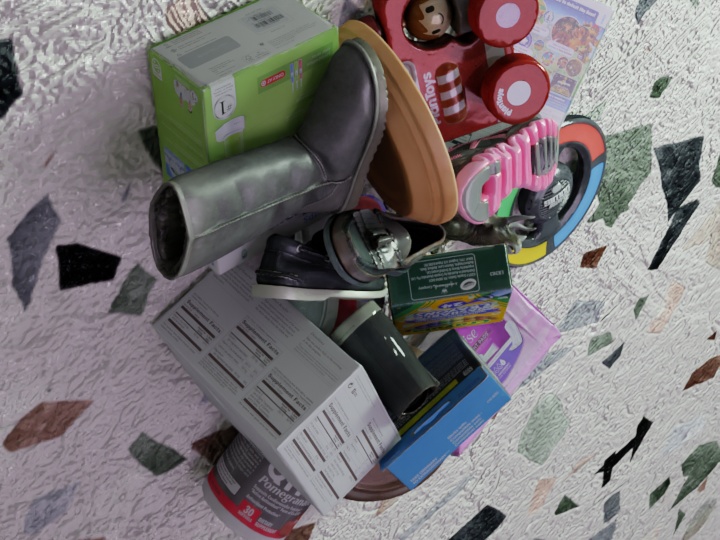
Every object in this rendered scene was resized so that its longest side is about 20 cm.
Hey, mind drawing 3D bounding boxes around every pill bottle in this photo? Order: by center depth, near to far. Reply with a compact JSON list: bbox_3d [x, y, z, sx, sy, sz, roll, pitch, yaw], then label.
[{"bbox_3d":[-0.072,0.186,1.454,0.201,0.111,0.110,-53,145,12],"label":"pill bottle"}]

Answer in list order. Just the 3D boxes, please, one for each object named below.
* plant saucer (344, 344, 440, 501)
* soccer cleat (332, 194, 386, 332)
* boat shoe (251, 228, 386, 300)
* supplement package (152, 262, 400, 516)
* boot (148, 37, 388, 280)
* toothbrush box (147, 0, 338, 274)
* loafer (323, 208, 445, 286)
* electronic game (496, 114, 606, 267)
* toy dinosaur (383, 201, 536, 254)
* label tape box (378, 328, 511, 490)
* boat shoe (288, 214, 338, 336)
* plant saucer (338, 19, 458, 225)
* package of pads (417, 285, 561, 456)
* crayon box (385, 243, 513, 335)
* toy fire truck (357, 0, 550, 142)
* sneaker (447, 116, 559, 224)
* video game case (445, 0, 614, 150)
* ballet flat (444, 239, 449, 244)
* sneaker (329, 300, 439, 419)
[{"bbox_3d":[0.020,0.179,1.538,0.197,0.037,0.203,-3,110,-9],"label":"plant saucer"},{"bbox_3d":[0.000,0.000,1.439,0.076,0.066,0.202,-42,148,-50],"label":"soccer cleat"},{"bbox_3d":[-0.033,-0.007,1.266,0.198,0.074,0.067,0,93,-55],"label":"boat shoe"},{"bbox_3d":[-0.079,0.109,1.315,0.111,0.200,0.156,-42,145,-11],"label":"supplement package"},{"bbox_3d":[-0.078,-0.093,1.119,0.198,0.073,0.184,-15,130,-33],"label":"boot"},{"bbox_3d":[-0.097,-0.120,1.195,0.145,0.086,0.202,-30,139,-28],"label":"toothbrush box"},{"bbox_3d":[0.025,-0.031,1.255,0.062,0.073,0.200,-23,175,18],"label":"loafer"},{"bbox_3d":[0.221,-0.092,1.614,0.199,0.042,0.202,-29,139,-29],"label":"electronic game"},{"bbox_3d":[0.080,-0.078,1.426,0.200,0.077,0.102,45,80,-13],"label":"toy dinosaur"},{"bbox_3d":[0.079,0.150,1.410,0.144,0.200,0.063,-42,103,3],"label":"label tape box"},{"bbox_3d":[-0.057,-0.001,1.361,0.068,0.072,0.201,-8,140,-19],"label":"boat shoe"},{"bbox_3d":[0.021,-0.127,1.228,0.037,0.201,0.201,-29,141,-11],"label":"plant saucer"},{"bbox_3d":[0.131,0.109,1.620,0.200,0.120,0.076,-49,-174,-5],"label":"package of pads"},{"bbox_3d":[0.092,0.027,1.447,0.124,0.052,0.200,-8,168,1],"label":"crayon box"},{"bbox_3d":[0.079,-0.211,1.297,0.166,0.112,0.202,-21,126,-8],"label":"toy fire truck"},{"bbox_3d":[0.129,-0.111,1.373,0.199,0.095,0.080,-26,121,-46],"label":"sneaker"},{"bbox_3d":[0.163,-0.204,1.412,0.142,0.018,0.202,18,106,-24],"label":"video game case"},{"bbox_3d":[0.136,-0.104,1.501,0.200,0.068,0.075,-46,166,1],"label":"ballet flat"},{"bbox_3d":[0.021,0.101,1.352,0.075,0.107,0.200,-38,172,-4],"label":"sneaker"}]
